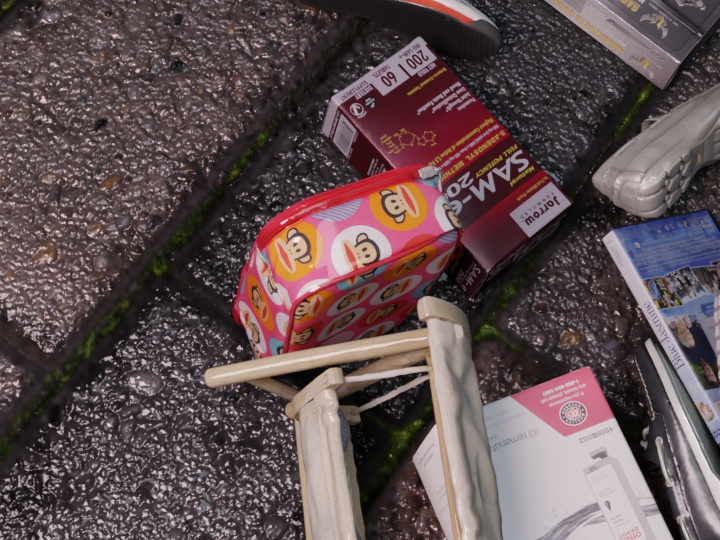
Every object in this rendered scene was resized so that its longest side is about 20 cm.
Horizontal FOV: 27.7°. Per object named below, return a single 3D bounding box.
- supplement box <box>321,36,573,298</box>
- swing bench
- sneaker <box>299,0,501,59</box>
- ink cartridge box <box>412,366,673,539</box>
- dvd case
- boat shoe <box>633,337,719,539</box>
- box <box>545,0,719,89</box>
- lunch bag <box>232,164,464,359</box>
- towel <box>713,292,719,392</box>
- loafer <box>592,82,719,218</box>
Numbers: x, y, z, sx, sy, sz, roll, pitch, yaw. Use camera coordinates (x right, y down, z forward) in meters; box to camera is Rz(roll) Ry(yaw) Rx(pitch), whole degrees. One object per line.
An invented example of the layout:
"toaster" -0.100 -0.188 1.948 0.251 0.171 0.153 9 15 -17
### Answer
"supplement box" 0.072 -0.089 1.241 0.109 0.061 0.200 -37 78 -23
"swing bench" 0.011 0.151 1.035 0.198 0.130 0.201 -18 66 24
"sneaker" 0.043 -0.270 1.312 0.199 0.067 0.109 19 67 1
"ink cartridge box" 0.149 0.197 1.115 0.145 0.083 0.201 -18 70 -18
"dvd case" 0.295 0.043 1.217 0.142 0.018 0.201 -11 66 -42
"boat shoe" 0.255 0.149 1.165 0.060 0.075 0.201 -34 53 21
"box" 0.255 -0.288 1.369 0.199 0.048 0.159 38 66 8
"lunch bag" 0.000 0.000 1.111 0.175 0.200 0.082 -21 72 -21
"towel" 0.374 0.104 1.159 0.199 0.085 0.167 15 61 -33
"loafer" 0.281 -0.119 1.288 0.069 0.070 0.200 27 48 33
